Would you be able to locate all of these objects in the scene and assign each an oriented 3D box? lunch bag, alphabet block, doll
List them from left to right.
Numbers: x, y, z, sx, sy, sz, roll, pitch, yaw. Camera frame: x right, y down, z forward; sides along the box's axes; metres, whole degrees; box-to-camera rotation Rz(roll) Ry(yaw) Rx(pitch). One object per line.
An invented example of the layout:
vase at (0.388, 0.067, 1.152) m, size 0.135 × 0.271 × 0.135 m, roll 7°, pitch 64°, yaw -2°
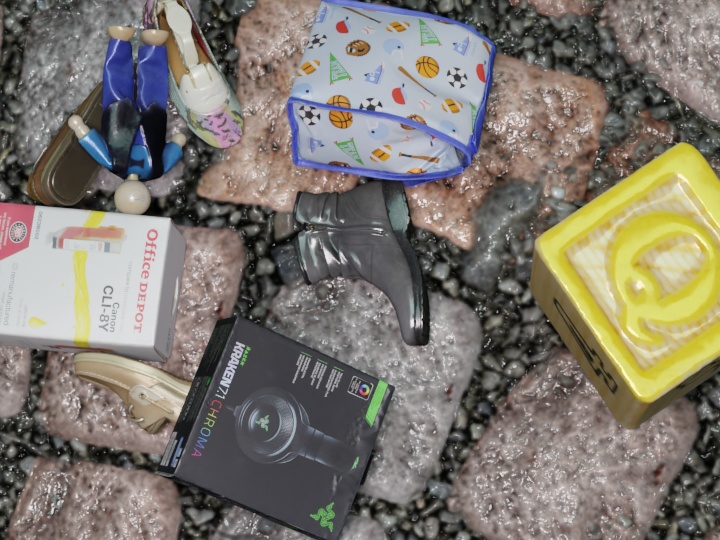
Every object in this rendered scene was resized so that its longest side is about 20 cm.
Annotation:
doll at (-0.249, -0.159, 1.712) m, size 0.135 × 0.048 × 0.202 m, roll 2°, pitch 85°, yaw -30°
lunch bag at (0.037, -0.186, 1.693) m, size 0.198 × 0.124 × 0.171 m, roll 7°, pitch 55°, yaw 10°
alphabet block at (0.299, 0.021, 1.606) m, size 0.195 × 0.200 × 0.197 m, roll -34°, pitch 77°, yaw -5°

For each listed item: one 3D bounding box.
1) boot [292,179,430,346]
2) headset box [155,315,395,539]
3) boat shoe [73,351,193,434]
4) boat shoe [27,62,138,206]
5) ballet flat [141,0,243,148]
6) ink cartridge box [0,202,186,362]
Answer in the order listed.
boot at (0.000, 0.000, 1.706) m, size 0.130 × 0.070 × 0.202 m, roll -13°, pitch 65°, yaw 3°
headset box at (-0.081, 0.166, 1.624) m, size 0.199 × 0.093 × 0.175 m, roll 26°, pitch 78°, yaw -16°
boat shoe at (-0.217, 0.139, 1.679) m, size 0.198 × 0.071 × 0.065 m, roll 18°, pitch 78°, yaw 6°
boat shoe at (-0.299, -0.156, 1.750) m, size 0.200 × 0.068 × 0.072 m, roll -52°, pitch 123°, yaw -26°
ballet flat at (-0.188, -0.231, 1.761) m, size 0.069 × 0.071 × 0.201 m, roll -22°, pitch 76°, yaw -14°
ink cartridge box at (-0.299, 0.012, 1.707) m, size 0.198 × 0.083 × 0.147 m, roll 5°, pitch 77°, yaw 5°
